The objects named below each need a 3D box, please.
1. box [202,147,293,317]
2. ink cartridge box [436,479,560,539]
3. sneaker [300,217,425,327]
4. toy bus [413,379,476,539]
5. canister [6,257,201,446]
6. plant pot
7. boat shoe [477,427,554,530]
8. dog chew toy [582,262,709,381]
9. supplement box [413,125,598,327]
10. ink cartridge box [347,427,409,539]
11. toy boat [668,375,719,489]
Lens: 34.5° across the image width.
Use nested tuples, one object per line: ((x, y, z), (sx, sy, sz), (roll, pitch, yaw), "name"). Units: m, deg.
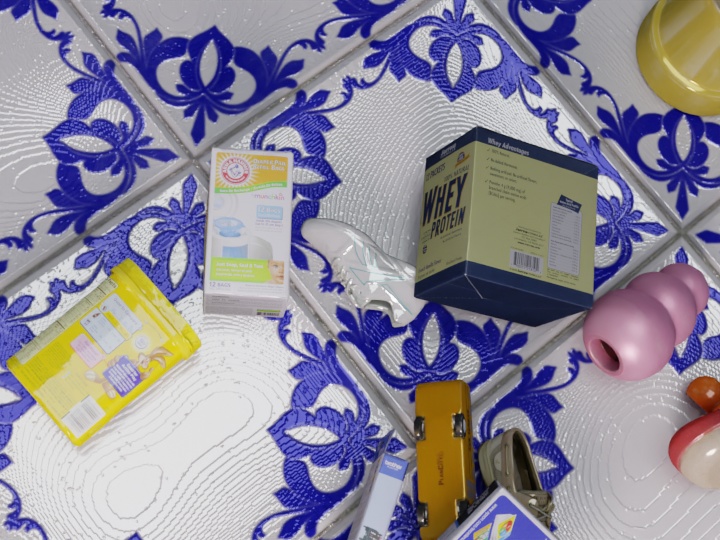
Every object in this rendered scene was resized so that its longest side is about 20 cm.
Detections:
((-0.148, -0.049, 1.518), (0.112, 0.101, 0.202), (4, 73, -8), "box")
((0.167, 0.390, 1.397), (0.200, 0.047, 0.198), (44, 92, -9), "ink cartridge box")
((0.000, 0.000, 1.543), (0.200, 0.070, 0.081), (32, 74, 2), "sneaker")
((0.108, 0.242, 1.472), (0.065, 0.078, 0.202), (-7, 71, 15), "toy bus")
((-0.323, 0.104, 1.455), (0.200, 0.087, 0.149), (-41, 83, -16), "canister")
((0.521, -0.351, 1.663), (0.199, 0.189, 0.202), (2, 73, -7), "plant pot")
((0.208, 0.299, 1.463), (0.072, 0.065, 0.201), (8, 56, -39), "boat shoe")
((0.393, 0.059, 1.560), (0.200, 0.125, 0.125), (-36, 81, -24), "dog chew toy")
((0.193, -0.052, 1.525), (0.199, 0.134, 0.201), (14, 71, -24), "supplement box")
((0.016, 0.301, 1.427), (0.042, 0.119, 0.201), (17, 71, -1), "ink cartridge box")
((0.487, 0.193, 1.544), (0.199, 0.131, 0.131), (-31, 50, -16), "toy boat")
